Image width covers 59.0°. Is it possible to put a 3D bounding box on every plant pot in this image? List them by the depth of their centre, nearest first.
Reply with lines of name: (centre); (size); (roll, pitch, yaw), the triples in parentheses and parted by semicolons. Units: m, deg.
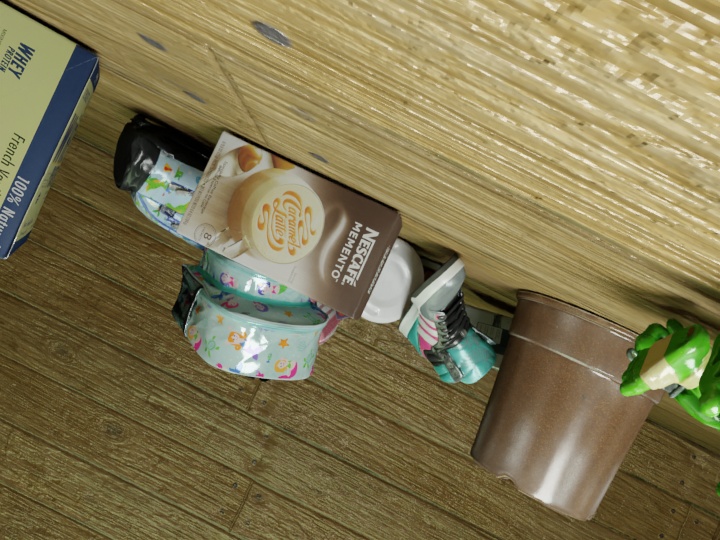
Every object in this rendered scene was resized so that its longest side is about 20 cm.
plant pot: (0.233, 0.157, 0.729); (0.198, 0.201, 0.200); (25, 177, 1)

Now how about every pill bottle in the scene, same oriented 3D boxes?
pill bottle: (0.000, 0.000, 0.888); (0.111, 0.114, 0.200); (26, 178, -22)

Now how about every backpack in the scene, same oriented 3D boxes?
backpack: (-0.135, 0.054, 0.815); (0.175, 0.153, 0.200); (12, -163, -32)
backpack: (-0.230, -0.108, 0.867); (0.197, 0.156, 0.163); (12, -169, -31)

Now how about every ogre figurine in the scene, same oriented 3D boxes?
ogre figurine: (0.237, 0.088, 0.371); (0.120, 0.098, 0.200); (43, 164, 4)

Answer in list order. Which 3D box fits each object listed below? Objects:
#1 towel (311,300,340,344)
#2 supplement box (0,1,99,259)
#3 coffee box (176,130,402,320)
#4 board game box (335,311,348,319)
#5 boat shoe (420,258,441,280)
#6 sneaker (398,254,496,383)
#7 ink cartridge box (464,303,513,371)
towel: (-0.078, 0.008, 0.990); (0.029, 0.204, 0.146); (-14, -177, 9)
supplement box: (-0.371, -0.148, 0.576); (0.198, 0.203, 0.134); (25, 179, -24)
coffee box: (-0.068, -0.044, 0.652); (0.197, 0.116, 0.080); (25, 177, 6)
board game box: (0.059, 0.049, 1.027); (0.196, 0.033, 0.120); (-9, 175, 0)
boat shoe: (0.074, 0.011, 0.942); (0.071, 0.063, 0.199); (25, 180, -33)
sneaker: (0.112, 0.070, 0.752); (0.121, 0.083, 0.201); (46, 160, 14)
ink cartridge box: (0.243, 0.123, 1.009); (0.198, 0.084, 0.146); (17, 175, 32)
